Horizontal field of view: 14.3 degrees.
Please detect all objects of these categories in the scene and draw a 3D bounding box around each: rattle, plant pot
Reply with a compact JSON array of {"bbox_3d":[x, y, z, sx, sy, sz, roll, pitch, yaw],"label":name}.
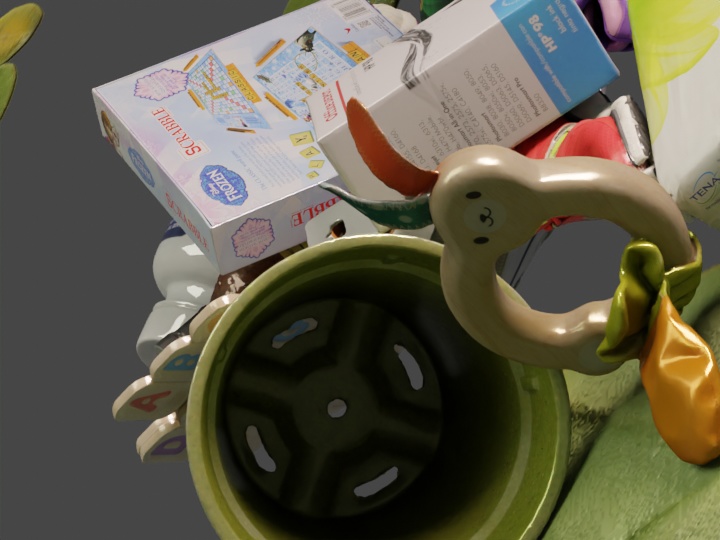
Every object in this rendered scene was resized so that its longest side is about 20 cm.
[{"bbox_3d":[0.073,0.010,1.391,0.130,0.200,0.143,-33,38,42],"label":"rattle"},{"bbox_3d":[-0.003,0.080,1.559,0.201,0.200,0.184,-59,8,-4],"label":"plant pot"}]

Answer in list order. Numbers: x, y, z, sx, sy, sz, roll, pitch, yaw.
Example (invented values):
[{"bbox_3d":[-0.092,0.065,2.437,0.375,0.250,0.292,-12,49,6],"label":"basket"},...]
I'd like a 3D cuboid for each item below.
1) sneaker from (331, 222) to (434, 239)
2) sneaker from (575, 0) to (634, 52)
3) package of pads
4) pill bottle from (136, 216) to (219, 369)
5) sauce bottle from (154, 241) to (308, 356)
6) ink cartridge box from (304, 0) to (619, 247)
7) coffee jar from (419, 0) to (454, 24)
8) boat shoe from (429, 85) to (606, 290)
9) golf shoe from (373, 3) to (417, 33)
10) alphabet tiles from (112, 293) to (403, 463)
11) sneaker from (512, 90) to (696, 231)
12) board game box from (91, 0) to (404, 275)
[{"bbox_3d":[0.000,0.000,1.797,0.200,0.085,0.073,-49,20,40],"label":"sneaker"},{"bbox_3d":[0.153,-0.177,1.719,0.089,0.080,0.200,-65,18,8],"label":"sneaker"},{"bbox_3d":[0.207,-0.132,1.470,0.155,0.068,0.200,-45,33,34],"label":"package of pads"},{"bbox_3d":[-0.072,-0.015,1.948,0.120,0.120,0.200,-21,40,60],"label":"pill bottle"},{"bbox_3d":[-0.046,0.001,1.855,0.200,0.066,0.066,-40,16,-13],"label":"sauce bottle"},{"bbox_3d":[0.037,-0.090,1.604,0.200,0.067,0.116,-33,15,4],"label":"ink cartridge box"},{"bbox_3d":[0.077,-0.205,1.776,0.104,0.085,0.200,-89,-3,-64],"label":"coffee jar"},{"bbox_3d":[0.083,-0.046,1.685,0.200,0.073,0.067,-59,-13,-15],"label":"boat shoe"},{"bbox_3d":[-0.005,-0.162,2.061,0.075,0.091,0.200,-56,17,10],"label":"golf shoe"},{"bbox_3d":[-0.046,0.055,1.719,0.200,0.195,0.015,-44,60,33],"label":"alphabet tiles"},{"bbox_3d":[0.121,-0.046,1.555,0.085,0.077,0.200,-32,11,-4],"label":"sneaker"},{"bbox_3d":[-0.045,-0.094,1.859,0.199,0.041,0.200,-22,37,-16],"label":"board game box"}]
